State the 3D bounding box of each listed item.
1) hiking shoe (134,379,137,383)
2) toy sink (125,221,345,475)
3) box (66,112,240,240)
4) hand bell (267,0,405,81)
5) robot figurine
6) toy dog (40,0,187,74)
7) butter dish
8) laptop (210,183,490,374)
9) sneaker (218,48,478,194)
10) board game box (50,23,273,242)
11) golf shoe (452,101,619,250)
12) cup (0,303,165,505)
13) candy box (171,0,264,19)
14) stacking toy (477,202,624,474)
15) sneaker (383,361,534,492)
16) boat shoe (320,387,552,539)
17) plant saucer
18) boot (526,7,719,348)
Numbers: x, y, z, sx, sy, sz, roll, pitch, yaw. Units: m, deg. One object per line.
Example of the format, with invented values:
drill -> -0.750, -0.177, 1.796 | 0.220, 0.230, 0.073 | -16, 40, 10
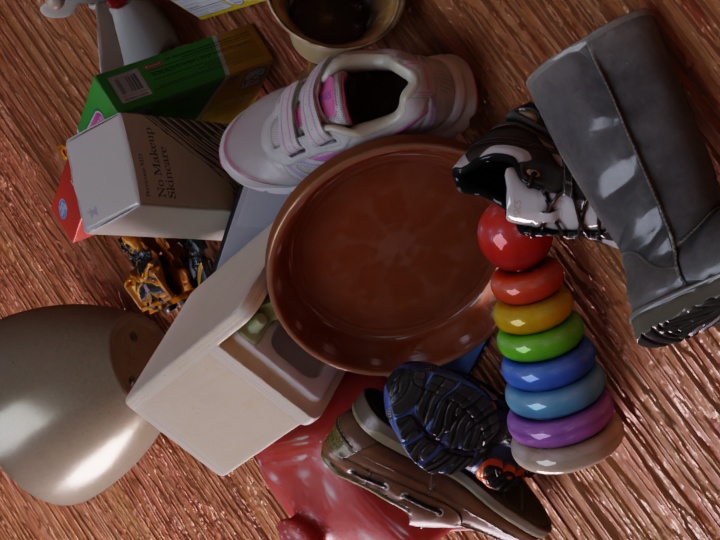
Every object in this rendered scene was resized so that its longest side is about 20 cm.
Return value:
hiking shoe -> -0.122, 0.104, 1.907 | 0.200, 0.100, 0.076 | -1, 114, 56
toy sink -> -0.072, 0.055, 1.639 | 0.112, 0.131, 0.200 | 38, 140, -12
box -> -0.136, -0.073, 1.682 | 0.068, 0.199, 0.083 | -23, 76, 36
hand bell -> -0.032, -0.163, 1.607 | 0.104, 0.104, 0.200 | 52, 158, 15
robot figurine -> -0.205, -0.046, 1.953 | 0.145, 0.058, 0.201 | -23, 94, 60
toy dog -> -0.215, -0.196, 1.752 | 0.200, 0.096, 0.132 | 41, -175, -41
butter dish -> -0.011, 0.178, 1.731 | 0.200, 0.148, 0.199 | 51, 150, -14
laptop -> 0.000, 0.000, 1.644 | 0.188, 0.199, 0.116 | 113, 156, -51
sneaker -> -0.021, -0.116, 1.516 | 0.199, 0.088, 0.082 | -20, 74, 20
board game box -> -0.168, -0.113, 1.758 | 0.040, 0.152, 0.200 | 57, 149, 18
golf shoe -> 0.148, -0.043, 1.412 | 0.200, 0.094, 0.078 | 26, 133, 42
cup -> -0.260, 0.114, 2.061 | 0.143, 0.200, 0.201 | -24, 94, 32
candy box -> -0.113, -0.245, 1.648 | 0.102, 0.027, 0.200 | 33, 160, -28
stacking toy -> 0.130, 0.042, 1.507 | 0.085, 0.085, 0.201 | 12, 124, 51
sneaker -> 0.069, 0.110, 1.581 | 0.078, 0.075, 0.200 | 46, -174, 35
boat shoe -> 0.058, 0.165, 1.643 | 0.200, 0.072, 0.068 | 34, 110, -19
plant saucer -> 0.028, -0.012, 1.530 | 0.032, 0.199, 0.201 | -109, 13, -55
boot -> 0.210, -0.072, 1.319 | 0.181, 0.072, 0.201 | -23, 66, 21
